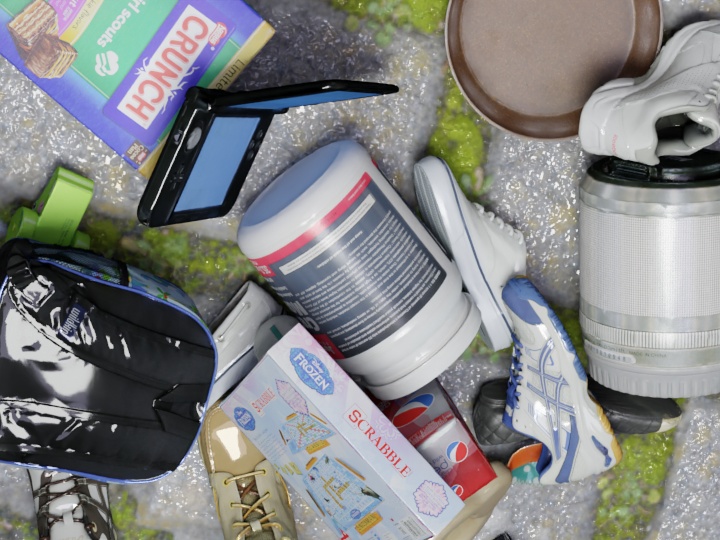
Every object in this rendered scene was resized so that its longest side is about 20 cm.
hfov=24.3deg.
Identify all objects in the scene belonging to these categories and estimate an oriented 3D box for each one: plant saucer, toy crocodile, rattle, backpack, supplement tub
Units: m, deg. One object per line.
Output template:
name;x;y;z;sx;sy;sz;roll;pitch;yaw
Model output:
plant saucer;0.169;-0.217;1.488;0.199;0.034;0.202;-2;105;-9
toy crocodile;-0.290;0.004;1.470;0.067;0.062;0.201;18;99;-27
rattle;0.075;0.198;1.581;0.200;0.143;0.130;-48;143;-2
backpack;-0.228;0.074;1.399;0.199;0.147;0.184;17;100;-20
supplement tub;0.000;0.000;1.465;0.140;0.140;0.200;-38;106;3

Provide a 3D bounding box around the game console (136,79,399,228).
game console;-0.073;-0.099;1.383;0.116;0.200;0.177;28;101;12

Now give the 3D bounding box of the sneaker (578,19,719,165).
sneaker;0.289;-0.146;1.466;0.200;0.099;0.078;-37;139;-23

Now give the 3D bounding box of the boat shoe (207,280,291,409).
boat shoe;-0.160;0.083;1.500;0.202;0.075;0.086;-41;107;1

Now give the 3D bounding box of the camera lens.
camera lens;0.275;-0.004;1.494;0.159;0.160;0.201;-4;105;-7

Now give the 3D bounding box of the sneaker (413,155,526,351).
sneaker;0.110;-0.025;1.519;0.071;0.073;0.201;-30;116;-9

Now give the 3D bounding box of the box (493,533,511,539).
box;0.109;0.380;1.603;0.199;0.104;0.148;-35;107;2

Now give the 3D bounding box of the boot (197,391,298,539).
boot;-0.096;0.221;1.502;0.072;0.156;0.201;-14;106;-4

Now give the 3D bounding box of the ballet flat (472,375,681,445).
ballet flat;0.204;0.136;1.578;0.198;0.067;0.057;1;118;-3

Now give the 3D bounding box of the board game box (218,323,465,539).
board game box;-0.022;0.154;1.412;0.041;0.200;0.200;-42;89;-24

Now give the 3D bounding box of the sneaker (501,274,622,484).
sneaker;0.160;0.104;1.495;0.088;0.075;0.201;-25;102;5

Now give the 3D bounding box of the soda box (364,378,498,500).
soda box;0.059;0.140;1.480;0.063;0.200;0.070;-34;107;2

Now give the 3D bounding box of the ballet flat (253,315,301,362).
ballet flat;-0.028;0.125;1.496;0.069;0.070;0.200;-34;120;2

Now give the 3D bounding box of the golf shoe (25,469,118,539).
golf shoe;-0.260;0.209;1.509;0.077;0.095;0.201;-16;105;-2

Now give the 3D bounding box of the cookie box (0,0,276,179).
cookie box;-0.198;-0.206;1.406;0.200;0.075;0.171;40;97;-10
